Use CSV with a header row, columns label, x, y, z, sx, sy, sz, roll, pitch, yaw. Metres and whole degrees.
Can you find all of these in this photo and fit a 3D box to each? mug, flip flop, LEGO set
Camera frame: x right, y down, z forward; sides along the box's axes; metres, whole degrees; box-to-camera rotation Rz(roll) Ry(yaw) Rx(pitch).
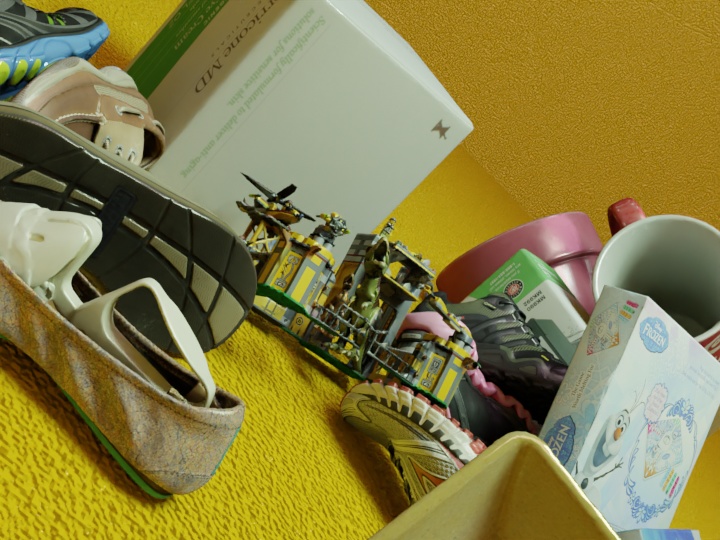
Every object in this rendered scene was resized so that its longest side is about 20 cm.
label,x,y,z,sx,sy,sz,roll,pitch,yaw
mug,0.312,0.032,0.943,0.200,0.132,0.179,56,42,-58
flip flop,-0.136,-0.024,0.512,0.200,0.081,0.058,36,6,-34
LEGO set,0.000,0.000,0.659,0.199,0.116,0.154,34,-15,-20

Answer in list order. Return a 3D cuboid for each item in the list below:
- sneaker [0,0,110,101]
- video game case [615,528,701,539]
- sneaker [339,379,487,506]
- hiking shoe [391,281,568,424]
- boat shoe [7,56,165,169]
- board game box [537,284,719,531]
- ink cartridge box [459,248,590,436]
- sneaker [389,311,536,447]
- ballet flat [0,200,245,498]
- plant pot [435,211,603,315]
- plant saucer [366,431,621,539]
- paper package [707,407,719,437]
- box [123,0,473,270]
label,x,y,z,sx,sy,sz,roll,pitch,yaw
sneaker,-0.225,-0.155,0.603,0.083,0.071,0.200,51,17,-10
video game case,0.223,0.277,0.659,0.200,0.045,0.183,25,50,-57
sneaker,0.053,0.143,0.610,0.200,0.082,0.078,36,-10,35
hiking shoe,0.132,0.065,0.827,0.199,0.101,0.076,19,-31,15
boat shoe,-0.167,-0.082,0.579,0.072,0.076,0.200,47,16,-6
board game box,0.214,0.140,0.756,0.043,0.200,0.200,21,-8,44
ink cartridge box,0.172,0.103,0.903,0.084,0.146,0.201,31,22,-48
sneaker,0.078,0.125,0.767,0.200,0.079,0.096,50,46,-33
ballet flat,-0.130,0.016,0.435,0.200,0.067,0.068,45,11,-7
plant pot,0.210,0.055,1.089,0.200,0.199,0.180,13,52,-65
plant saucer,0.047,0.194,0.341,0.200,0.199,0.049,52,-27,16
paper package,0.386,0.166,1.260,0.200,0.191,0.104,35,18,-34
box,-0.059,-0.136,0.770,0.200,0.199,0.172,32,21,-39
